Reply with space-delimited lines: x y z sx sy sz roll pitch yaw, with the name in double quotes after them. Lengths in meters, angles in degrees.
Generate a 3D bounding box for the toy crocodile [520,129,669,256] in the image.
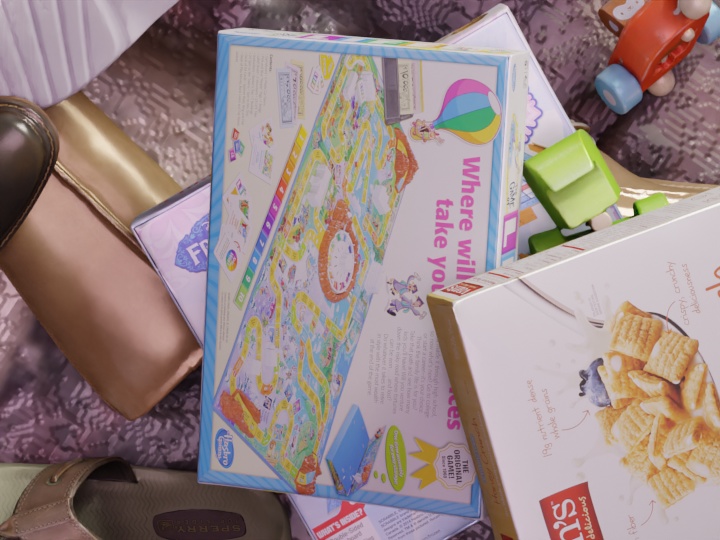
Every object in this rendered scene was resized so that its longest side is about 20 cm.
0.121 0.034 1.193 0.067 0.062 0.201 -17 98 0 "toy crocodile"

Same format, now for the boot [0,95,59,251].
-0.219 0.001 1.213 0.200 0.097 0.075 -36 105 22 "boot"

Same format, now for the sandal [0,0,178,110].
-0.099 -0.159 1.213 0.206 0.059 0.079 -39 116 9 "sandal"

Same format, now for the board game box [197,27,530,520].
0.000 0.000 1.178 0.133 0.034 0.202 7 99 17 "board game box"

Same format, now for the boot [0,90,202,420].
-0.114 -0.060 1.276 0.175 0.066 0.200 -43 98 4 "boot"

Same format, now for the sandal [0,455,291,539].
-0.125 0.114 1.257 0.200 0.057 0.080 -4 60 -23 "sandal"

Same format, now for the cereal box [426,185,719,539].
0.139 0.046 1.151 0.199 0.039 0.145 -21 102 -16 "cereal box"

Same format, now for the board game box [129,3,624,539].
0.029 0.014 1.239 0.199 0.041 0.200 -29 98 2 "board game box"

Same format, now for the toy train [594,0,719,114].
0.183 -0.166 1.271 0.200 0.150 0.056 -40 79 -10 "toy train"

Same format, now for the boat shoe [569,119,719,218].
0.087 -0.045 1.289 0.198 0.071 0.065 4 95 -5 "boat shoe"
